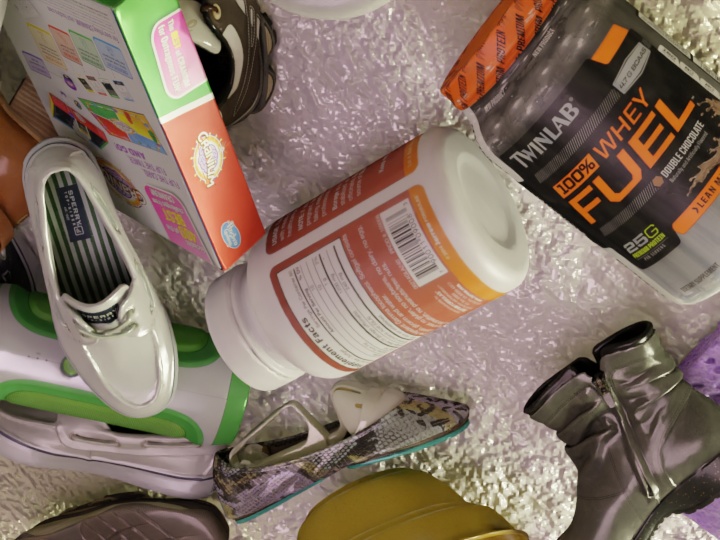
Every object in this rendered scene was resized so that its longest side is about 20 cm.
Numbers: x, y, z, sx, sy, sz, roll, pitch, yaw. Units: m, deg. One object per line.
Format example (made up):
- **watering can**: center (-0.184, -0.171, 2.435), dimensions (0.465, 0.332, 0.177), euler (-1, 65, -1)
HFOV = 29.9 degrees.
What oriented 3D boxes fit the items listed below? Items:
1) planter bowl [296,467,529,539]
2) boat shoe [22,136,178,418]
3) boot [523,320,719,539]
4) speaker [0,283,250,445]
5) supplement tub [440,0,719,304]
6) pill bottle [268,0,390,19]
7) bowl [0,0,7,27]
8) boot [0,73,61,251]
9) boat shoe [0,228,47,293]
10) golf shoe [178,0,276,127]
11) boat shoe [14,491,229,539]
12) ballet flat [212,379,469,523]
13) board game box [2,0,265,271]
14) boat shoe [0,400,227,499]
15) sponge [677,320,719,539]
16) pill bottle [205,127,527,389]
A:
- **planter bowl**: center (0.015, 0.200, 0.977), dimensions (0.200, 0.200, 0.084), euler (-40, 63, 27)
- **boat shoe**: center (-0.171, 0.016, 0.863), dimensions (0.073, 0.067, 0.201), euler (-22, 112, -3)
- **boot**: center (0.156, 0.130, 0.916), dimensions (0.131, 0.068, 0.200), euler (44, 110, -6)
- **speaker**: center (-0.180, 0.068, 0.959), dimensions (0.198, 0.089, 0.089), euler (14, 120, -12)
- **supplement tub**: center (0.153, -0.083, 0.801), dimensions (0.199, 0.123, 0.123), euler (37, 119, -6)
- **pill bottle**: center (0.001, -0.215, 0.727), dimensions (0.111, 0.200, 0.113), euler (5, 117, 11)
- **bowl**: center (-0.280, -0.115, 0.782), dimensions (0.074, 0.201, 0.199), euler (22, 169, -42)
- **boot**: center (-0.298, -0.094, 0.887), dimensions (0.199, 0.156, 0.077), euler (33, 157, -15)
- **boat shoe**: center (-0.284, -0.019, 0.975), dimensions (0.071, 0.068, 0.202), euler (-5, 115, 16)
- **golf shoe**: center (-0.098, -0.182, 0.831), dimensions (0.077, 0.095, 0.202), euler (-6, 113, 18)
- **boat shoe**: center (-0.186, 0.203, 1.062), dimensions (0.198, 0.073, 0.075), euler (-11, 110, 25)
- **ballet flat**: center (-0.021, 0.119, 0.971), dimensions (0.199, 0.072, 0.072), euler (-24, 109, 12)
- **board game box**: center (-0.147, -0.107, 0.825), dimensions (0.152, 0.040, 0.201), euler (28, 149, 37)
- **boat shoe**: center (-0.197, 0.116, 1.022), dimensions (0.198, 0.072, 0.066), euler (16, 115, 5)
- **sponge**: center (0.269, 0.088, 0.912), dimensions (0.111, 0.030, 0.200), euler (35, 120, -4)
- **pill bottle**: center (0.000, 0.000, 0.880), dimensions (0.199, 0.112, 0.113), euler (-28, 107, 25)
